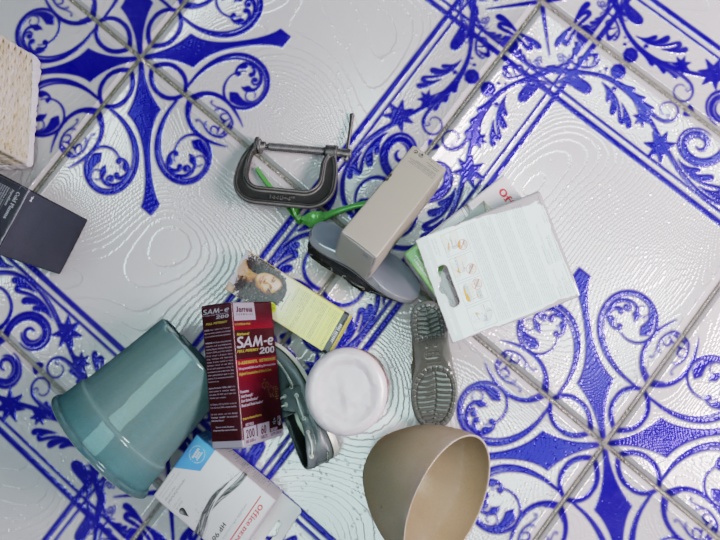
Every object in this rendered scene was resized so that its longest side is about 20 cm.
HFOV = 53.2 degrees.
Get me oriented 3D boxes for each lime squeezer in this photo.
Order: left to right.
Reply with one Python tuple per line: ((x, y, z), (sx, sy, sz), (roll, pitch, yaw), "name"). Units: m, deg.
((-0.092, -0.110, 1.167), (0.195, 0.038, 0.072), (18, 88, 8), "lime squeezer")

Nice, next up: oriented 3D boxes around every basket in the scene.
((-0.652, -0.281, 1.165), (0.193, 0.161, 0.206), (0, 81, 5), "basket")

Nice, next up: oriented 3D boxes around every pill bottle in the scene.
((-0.014, 0.172, 1.047), (0.113, 0.200, 0.120), (-1, 83, 4), "pill bottle")

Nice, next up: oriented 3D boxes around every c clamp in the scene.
((-0.108, -0.177, 1.175), (0.194, 0.027, 0.175), (0, 69, 2), "c clamp")

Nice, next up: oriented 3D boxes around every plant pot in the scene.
((-0.318, 0.193, 1.080), (0.196, 0.200, 0.200), (-44, 82, -11), "plant pot")
((0.079, 0.310, 1.048), (0.133, 0.199, 0.204), (18, 83, 41), "plant pot")

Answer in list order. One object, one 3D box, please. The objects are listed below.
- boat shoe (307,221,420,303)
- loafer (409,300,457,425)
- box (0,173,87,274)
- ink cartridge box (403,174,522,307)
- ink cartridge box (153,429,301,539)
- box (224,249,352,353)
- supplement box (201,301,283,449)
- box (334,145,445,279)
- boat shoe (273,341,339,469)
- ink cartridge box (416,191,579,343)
((0.000, 0.000, 1.137), (0.197, 0.067, 0.071), (28, 51, 1), "boat shoe")
((0.113, 0.142, 1.110), (0.073, 0.070, 0.206), (0, 100, 7), "loafer")
((-0.561, -0.092, 1.115), (0.179, 0.200, 0.106), (25, 84, 7), "box")
((0.185, -0.025, 1.115), (0.199, 0.084, 0.147), (-38, 83, -2), "ink cartridge box")
((-0.201, 0.357, 1.105), (0.198, 0.068, 0.117), (36, 87, 7), "ink cartridge box")
((-0.114, 0.051, 1.144), (0.197, 0.050, 0.076), (30, 86, 6), "box")
((-0.173, 0.150, 1.061), (0.060, 0.108, 0.206), (-9, 84, 26), "supplement box")
((0.046, -0.090, 1.101), (0.068, 0.083, 0.201), (36, 63, 7), "box")
((-0.103, 0.208, 1.107), (0.061, 0.073, 0.203), (-26, 86, -31), "boat shoe")
((0.198, -0.004, 1.049), (0.196, 0.050, 0.165), (-21, 84, 4), "ink cartridge box")
